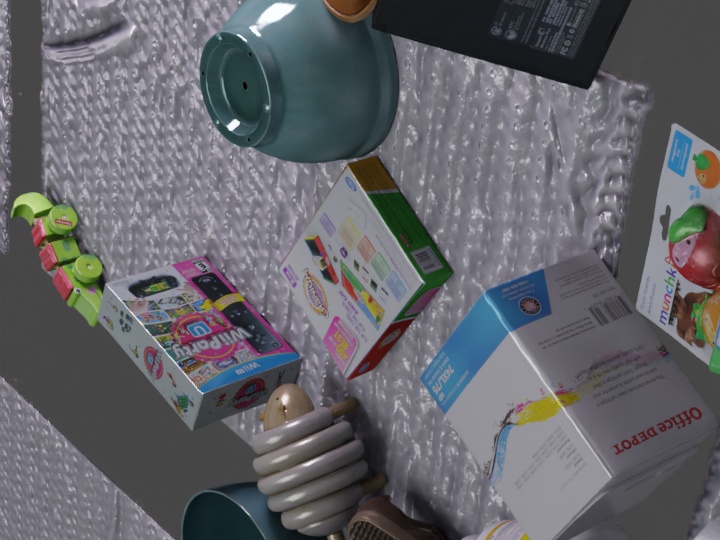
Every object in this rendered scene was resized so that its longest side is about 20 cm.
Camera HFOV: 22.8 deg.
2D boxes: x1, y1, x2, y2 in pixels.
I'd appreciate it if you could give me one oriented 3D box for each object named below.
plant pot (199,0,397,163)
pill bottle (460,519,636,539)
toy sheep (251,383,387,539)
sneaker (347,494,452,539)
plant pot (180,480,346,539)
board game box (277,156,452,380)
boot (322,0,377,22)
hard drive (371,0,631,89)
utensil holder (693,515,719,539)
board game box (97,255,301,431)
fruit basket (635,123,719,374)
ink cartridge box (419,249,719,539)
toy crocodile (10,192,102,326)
[{"bbox_3d":[-0.077,-0.196,1.808,0.200,0.134,0.201,26,126,44],"label":"plant pot"},{"bbox_3d":[0.174,0.294,1.732,0.200,0.104,0.105,-10,98,54],"label":"pill bottle"},{"bbox_3d":[-0.050,0.219,1.960,0.138,0.137,0.201,-31,81,53],"label":"toy sheep"},{"bbox_3d":[0.083,0.306,1.893,0.200,0.076,0.071,38,126,6],"label":"sneaker"},{"bbox_3d":[-0.096,0.325,2.063,0.200,0.134,0.201,25,124,43],"label":"plant pot"},{"bbox_3d":[0.000,0.000,1.874,0.153,0.040,0.200,58,142,17],"label":"board game box"},{"bbox_3d":[-0.013,-0.305,1.655,0.156,0.077,0.200,54,173,-28],"label":"boot"},{"bbox_3d":[0.122,-0.237,1.505,0.033,0.199,0.140,-85,13,-47],"label":"hard drive"},{"bbox_3d":[0.369,0.294,1.436,0.200,0.169,0.171,19,120,50],"label":"utensil holder"},{"bbox_3d":[-0.186,0.080,2.060,0.200,0.147,0.064,45,134,30],"label":"board game box"},{"bbox_3d":[0.297,0.004,1.456,0.200,0.093,0.186,38,133,41],"label":"fruit basket"},{"bbox_3d":[0.185,0.116,1.602,0.200,0.146,0.146,56,140,20],"label":"ink cartridge box"},{"bbox_3d":[-0.391,-0.017,2.348,0.201,0.062,0.068,61,142,12],"label":"toy crocodile"}]
